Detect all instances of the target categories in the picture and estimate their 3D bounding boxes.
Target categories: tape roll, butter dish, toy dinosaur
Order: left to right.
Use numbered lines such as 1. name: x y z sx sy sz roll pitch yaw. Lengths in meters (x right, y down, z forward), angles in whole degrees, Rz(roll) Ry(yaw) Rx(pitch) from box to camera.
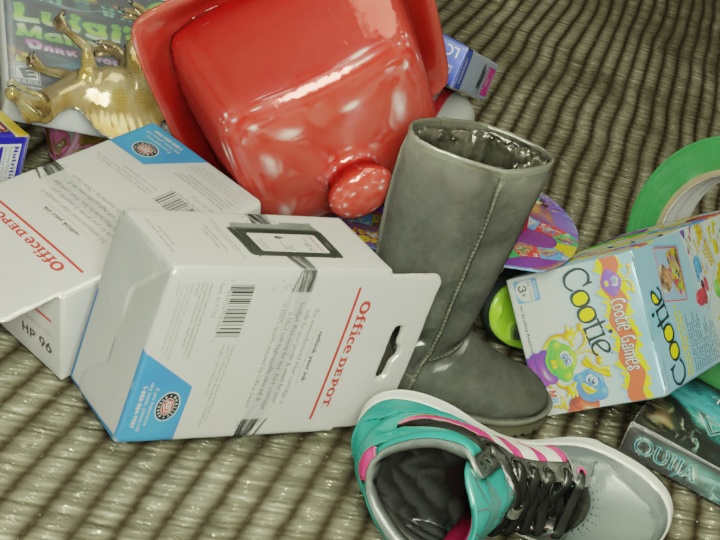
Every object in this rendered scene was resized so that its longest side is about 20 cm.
1. toy dinosaur: -0.161 -0.132 1.133 0.198 0.058 0.102 -5 60 -27
2. butter dish: -0.022 -0.099 1.045 0.197 0.201 0.149 -23 58 -2
3. tape roll: 0.305 -0.007 1.275 0.200 0.202 0.048 36 27 31

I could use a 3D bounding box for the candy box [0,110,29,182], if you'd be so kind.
1. candy box: -0.347 -0.094 1.062 0.169 0.078 0.199 36 26 32

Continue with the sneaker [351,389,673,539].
1. sneaker: 0.083 0.132 0.928 0.197 0.085 0.121 16 17 6

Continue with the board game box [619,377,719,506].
1. board game box: 0.293 0.145 1.156 0.198 0.028 0.135 28 23 15

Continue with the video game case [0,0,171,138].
1. video game case: -0.173 -0.156 1.207 0.197 0.024 0.183 9 38 -22

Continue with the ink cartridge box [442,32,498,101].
1. ink cartridge box: 0.040 -0.182 1.302 0.118 0.042 0.200 26 10 11

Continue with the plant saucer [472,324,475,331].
1. plant saucer: 0.000 0.000 1.210 0.198 0.037 0.201 19 23 -8

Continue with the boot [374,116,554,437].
1. boot: 0.079 0.006 1.050 0.180 0.202 0.073 9 25 -27

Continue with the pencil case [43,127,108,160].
1. pencil case: -0.151 -0.114 1.264 0.198 0.087 0.083 4 35 -29

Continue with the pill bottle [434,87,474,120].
1. pill bottle: 0.031 -0.108 1.361 0.198 0.121 0.120 25 23 9

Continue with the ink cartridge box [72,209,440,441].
1. ink cartridge box: -0.060 0.032 0.965 0.198 0.117 0.068 2 30 -40

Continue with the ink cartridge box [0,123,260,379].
1. ink cartridge box: -0.172 -0.009 1.002 0.199 0.068 0.116 -27 49 -38

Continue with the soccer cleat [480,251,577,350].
1. soccer cleat: 0.135 0.018 1.265 0.080 0.068 0.199 18 15 31

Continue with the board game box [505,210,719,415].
1. board game box: 0.206 0.028 1.190 0.102 0.106 0.199 -14 2 34

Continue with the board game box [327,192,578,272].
1. board game box: 0.063 -0.059 1.139 0.197 0.039 0.159 7 27 -9
